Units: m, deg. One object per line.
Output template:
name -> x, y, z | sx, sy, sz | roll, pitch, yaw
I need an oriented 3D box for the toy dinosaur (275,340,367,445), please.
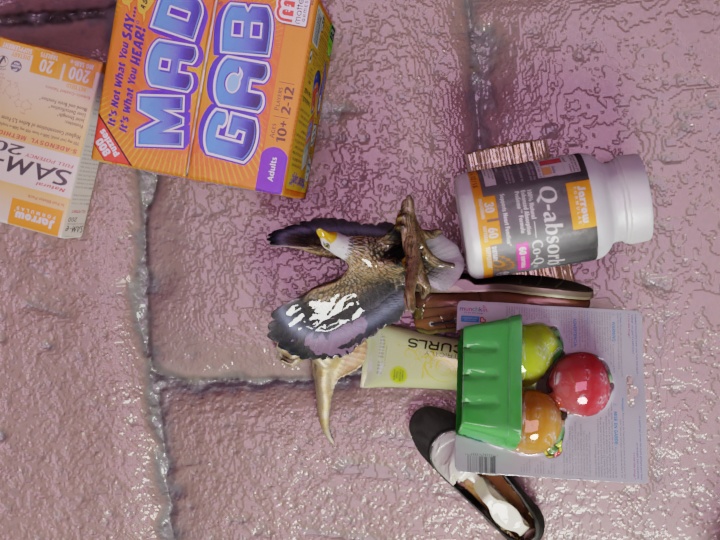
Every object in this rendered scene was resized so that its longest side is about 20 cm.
toy dinosaur -> -0.044, 0.095, 1.342 | 0.100, 0.058, 0.202 | 15, 93, 2

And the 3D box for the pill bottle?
pill bottle -> 0.205, -0.062, 1.277 | 0.198, 0.116, 0.117 | -10, 92, 4

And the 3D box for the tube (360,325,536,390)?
tube -> 0.100, 0.106, 1.339 | 0.198, 0.052, 0.058 | 7, 48, 8

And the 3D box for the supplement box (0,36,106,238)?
supplement box -> -0.361, -0.148, 1.345 | 0.125, 0.074, 0.202 | 14, 93, 4

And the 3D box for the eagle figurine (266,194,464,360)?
eagle figurine -> -0.005, -0.005, 1.281 | 0.199, 0.152, 0.151 | -26, 104, 43

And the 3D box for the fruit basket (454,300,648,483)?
fruit basket -> 0.196, 0.125, 1.236 | 0.198, 0.094, 0.187 | 5, 69, -7

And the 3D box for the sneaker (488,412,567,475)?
sneaker -> 0.209, 0.175, 1.282 | 0.198, 0.090, 0.079 | -13, 98, -18

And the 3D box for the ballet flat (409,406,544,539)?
ballet flat -> 0.133, 0.230, 1.330 | 0.200, 0.068, 0.068 | 44, 96, 2

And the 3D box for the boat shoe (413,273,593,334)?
boat shoe -> 0.155, 0.042, 1.314 | 0.198, 0.072, 0.069 | 3, 98, 16

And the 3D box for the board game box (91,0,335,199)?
board game box -> -0.147, -0.192, 1.266 | 0.198, 0.200, 0.202 | 10, 93, 3

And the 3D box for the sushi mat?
sushi mat -> 0.183, -0.045, 1.343 | 0.095, 0.012, 0.202 | -12, 92, 5
